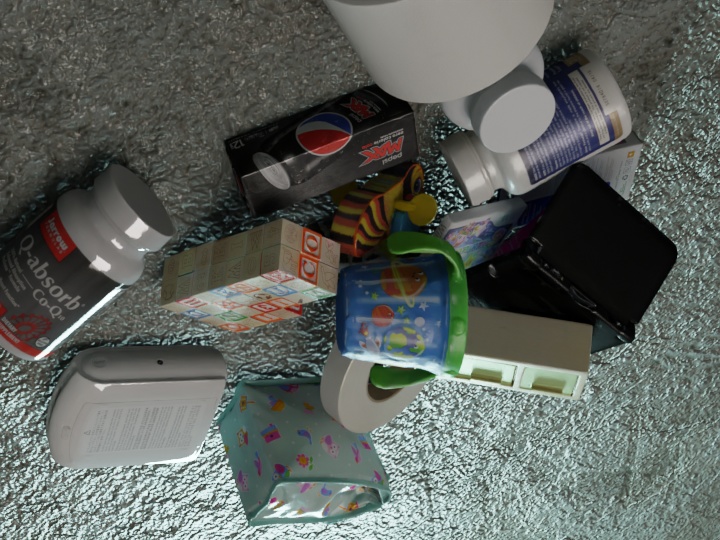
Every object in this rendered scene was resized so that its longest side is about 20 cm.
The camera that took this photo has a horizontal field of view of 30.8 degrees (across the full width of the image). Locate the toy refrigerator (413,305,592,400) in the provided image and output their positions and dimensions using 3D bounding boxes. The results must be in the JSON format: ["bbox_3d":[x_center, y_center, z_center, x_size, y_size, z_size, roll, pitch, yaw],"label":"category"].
[{"bbox_3d":[0.164,0.095,1.519,0.197,0.071,0.076,9,150,4],"label":"toy refrigerator"}]

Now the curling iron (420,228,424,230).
[{"bbox_3d":[0.056,0.011,1.628,0.049,0.026,0.201,-14,138,-11],"label":"curling iron"}]

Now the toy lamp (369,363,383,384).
[{"bbox_3d":[0.001,0.086,1.653,0.058,0.059,0.201,-17,140,-13],"label":"toy lamp"}]

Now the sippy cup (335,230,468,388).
[{"bbox_3d":[0.040,0.045,1.407,0.128,0.140,0.180,1,94,-6],"label":"sippy cup"}]

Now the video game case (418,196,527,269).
[{"bbox_3d":[0.101,0.002,1.527,0.142,0.018,0.201,-15,145,-46],"label":"video game case"}]

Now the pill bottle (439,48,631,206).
[{"bbox_3d":[0.193,-0.155,1.468,0.198,0.112,0.111,-28,140,0],"label":"pill bottle"}]

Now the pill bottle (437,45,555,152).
[{"bbox_3d":[0.114,-0.211,1.294,0.111,0.201,0.113,-16,139,-14],"label":"pill bottle"}]

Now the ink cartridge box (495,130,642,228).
[{"bbox_3d":[0.247,-0.109,1.607,0.198,0.037,0.095,-16,140,-18],"label":"ink cartridge box"}]

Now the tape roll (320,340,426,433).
[{"bbox_3d":[0.033,0.110,1.633,0.202,0.037,0.204,-33,141,-31],"label":"tape roll"}]

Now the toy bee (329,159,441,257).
[{"bbox_3d":[0.029,-0.087,1.468,0.129,0.200,0.110,7,107,10],"label":"toy bee"}]

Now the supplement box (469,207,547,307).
[{"bbox_3d":[0.226,0.013,1.607,0.200,0.104,0.101,-41,123,19],"label":"supplement box"}]

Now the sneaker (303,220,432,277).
[{"bbox_3d":[0.000,0.000,1.528,0.197,0.075,0.085,4,131,-15],"label":"sneaker"}]

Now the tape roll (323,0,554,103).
[{"bbox_3d":[0.064,-0.276,1.199,0.201,0.204,0.139,-32,141,5],"label":"tape roll"}]

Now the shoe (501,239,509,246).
[{"bbox_3d":[0.217,-0.011,1.676,0.199,0.054,0.070,-38,139,12],"label":"shoe"}]

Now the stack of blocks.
[{"bbox_3d":[-0.112,0.009,1.428,0.199,0.059,0.114,-16,152,42],"label":"stack of blocks"}]

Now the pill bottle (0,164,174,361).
[{"bbox_3d":[-0.294,-0.010,1.338,0.199,0.116,0.116,-39,139,12],"label":"pill bottle"}]

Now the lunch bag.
[{"bbox_3d":[-0.065,0.231,1.679,0.198,0.172,0.122,4,136,-35],"label":"lunch bag"}]

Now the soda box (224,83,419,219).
[{"bbox_3d":[-0.040,-0.131,1.398,0.198,0.064,0.071,-22,140,-8],"label":"soda box"}]

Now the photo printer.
[{"bbox_3d":[-0.274,0.164,1.566,0.198,0.070,0.167,-1,133,-29],"label":"photo printer"}]

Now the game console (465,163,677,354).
[{"bbox_3d":[0.242,-0.003,1.525,0.199,0.117,0.175,36,142,-29],"label":"game console"}]
